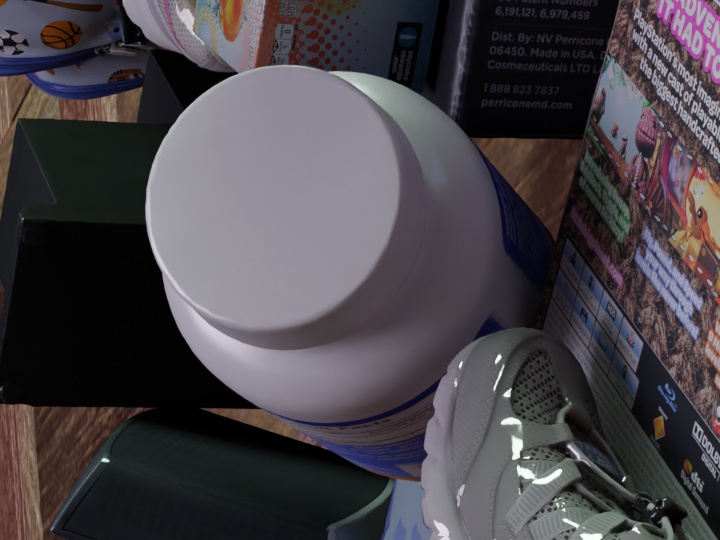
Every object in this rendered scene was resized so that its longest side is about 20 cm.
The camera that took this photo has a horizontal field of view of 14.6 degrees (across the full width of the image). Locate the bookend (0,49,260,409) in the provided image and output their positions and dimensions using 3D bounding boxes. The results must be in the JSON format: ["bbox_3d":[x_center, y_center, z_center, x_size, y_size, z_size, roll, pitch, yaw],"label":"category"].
[{"bbox_3d":[-0.085,-0.026,1.288,0.199,0.199,0.093,-122,40,-54],"label":"bookend"}]

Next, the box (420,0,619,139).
[{"bbox_3d":[0.062,-0.170,1.024,0.197,0.117,0.201,-134,48,-61],"label":"box"}]

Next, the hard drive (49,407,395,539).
[{"bbox_3d":[-0.048,0.098,1.193,0.200,0.134,0.043,-24,-48,-81],"label":"hard drive"}]

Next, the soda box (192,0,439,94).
[{"bbox_3d":[-0.003,-0.163,0.938,0.064,0.068,0.201,-135,51,-57],"label":"soda box"}]

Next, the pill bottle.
[{"bbox_3d":[0.000,0.000,0.924,0.200,0.111,0.113,41,-137,-69],"label":"pill bottle"}]

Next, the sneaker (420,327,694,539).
[{"bbox_3d":[0.076,0.091,0.797,0.082,0.075,0.201,-38,45,26],"label":"sneaker"}]

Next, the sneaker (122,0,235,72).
[{"bbox_3d":[-0.038,-0.161,1.028,0.088,0.081,0.201,-129,37,-56],"label":"sneaker"}]

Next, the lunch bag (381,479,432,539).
[{"bbox_3d":[0.062,0.143,1.058,0.161,0.082,0.201,-118,34,-48],"label":"lunch bag"}]

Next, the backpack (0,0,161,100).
[{"bbox_3d":[-0.149,-0.185,1.482,0.201,0.189,0.155,-114,16,-48],"label":"backpack"}]

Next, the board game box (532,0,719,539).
[{"bbox_3d":[0.136,0.002,0.845,0.160,0.096,0.201,-120,37,-54],"label":"board game box"}]
